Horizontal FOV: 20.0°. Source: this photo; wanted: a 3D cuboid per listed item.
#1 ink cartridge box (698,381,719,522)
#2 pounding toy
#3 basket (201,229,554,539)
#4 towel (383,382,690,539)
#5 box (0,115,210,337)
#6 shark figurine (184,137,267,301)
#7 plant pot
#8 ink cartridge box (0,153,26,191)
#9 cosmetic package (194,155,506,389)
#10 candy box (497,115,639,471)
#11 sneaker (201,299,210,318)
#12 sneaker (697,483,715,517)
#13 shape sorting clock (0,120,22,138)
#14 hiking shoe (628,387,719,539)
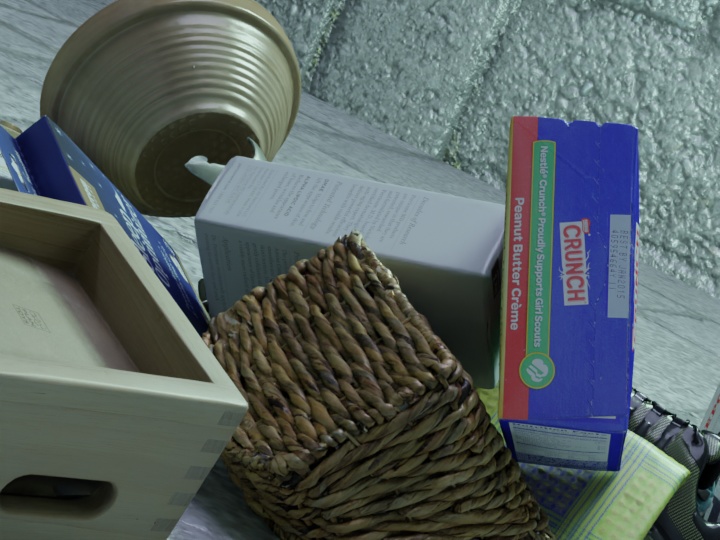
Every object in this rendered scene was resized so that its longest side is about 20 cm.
[{"bbox_3d":[0.290,0.160,1.431,0.084,0.146,0.200,22,9,-7],"label":"ink cartridge box"},{"bbox_3d":[-0.199,0.050,0.958,0.199,0.143,0.184,11,29,-44],"label":"pounding toy"},{"bbox_3d":[-0.002,0.100,1.171,0.149,0.142,0.200,59,-3,-30],"label":"basket"},{"bbox_3d":[0.088,0.124,1.266,0.199,0.023,0.144,26,53,23],"label":"towel"},{"bbox_3d":[-0.161,-0.021,1.315,0.200,0.032,0.121,48,7,-44],"label":"box"},{"bbox_3d":[-0.089,0.011,1.482,0.089,0.215,0.128,-29,67,-25],"label":"shark figurine"},{"bbox_3d":[-0.133,-0.106,1.522,0.200,0.201,0.093,17,33,-35],"label":"plant pot"},{"bbox_3d":[-0.275,-0.040,1.352,0.144,0.085,0.200,23,8,-7],"label":"ink cartridge box"},{"bbox_3d":[0.000,0.000,1.295,0.199,0.102,0.074,11,45,17],"label":"cosmetic package"},{"bbox_3d":[0.121,0.020,1.173,0.076,0.170,0.200,3,-12,6],"label":"candy box"},{"bbox_3d":[-0.020,0.066,1.430,0.199,0.075,0.115,24,7,8],"label":"sneaker"},{"bbox_3d":[0.143,0.152,1.406,0.199,0.078,0.087,11,-33,15],"label":"sneaker"},{"bbox_3d":[-0.277,-0.080,1.534,0.199,0.039,0.200,18,-22,7],"label":"shape sorting clock"},{"bbox_3d":[0.185,0.117,1.336,0.100,0.201,0.076,-12,-26,-10],"label":"hiking shoe"}]
